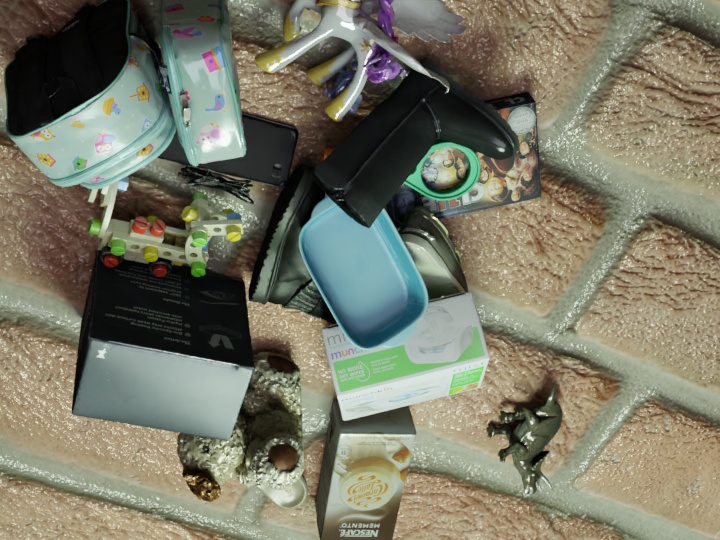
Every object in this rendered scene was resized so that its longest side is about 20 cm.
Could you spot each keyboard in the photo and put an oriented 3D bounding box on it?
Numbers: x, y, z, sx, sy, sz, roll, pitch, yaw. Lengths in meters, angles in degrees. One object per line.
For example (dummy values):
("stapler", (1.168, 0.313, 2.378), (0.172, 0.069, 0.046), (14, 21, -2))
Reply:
("keyboard", (-0.180, -0.147, 1.352), (0.198, 0.040, 0.105), (13, 94, -17))

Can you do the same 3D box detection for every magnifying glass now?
("magnifying glass", (0.050, -0.129, 1.365), (0.198, 0.022, 0.080), (3, 121, -14))

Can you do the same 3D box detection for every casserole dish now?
("casserole dish", (0.000, 0.000, 1.350), (0.121, 0.039, 0.201), (-33, 103, -14))

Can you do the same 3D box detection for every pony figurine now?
("pony figurine", (0.008, -0.266, 1.254), (0.192, 0.167, 0.200), (34, 125, -18))

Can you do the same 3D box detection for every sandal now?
("sandal", (-0.145, 0.279, 1.591), (0.080, 0.054, 0.200), (-36, 114, 11))

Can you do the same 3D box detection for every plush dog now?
("plush dog", (-0.162, 0.228, 1.504), (0.170, 0.201, 0.161), (-3, 143, -3))

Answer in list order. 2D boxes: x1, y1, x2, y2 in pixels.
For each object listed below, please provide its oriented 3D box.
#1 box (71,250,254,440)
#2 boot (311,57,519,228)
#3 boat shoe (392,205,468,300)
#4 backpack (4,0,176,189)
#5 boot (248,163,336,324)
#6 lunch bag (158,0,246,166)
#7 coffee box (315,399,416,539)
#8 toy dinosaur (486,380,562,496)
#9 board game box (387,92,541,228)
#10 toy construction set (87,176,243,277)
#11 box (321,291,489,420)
("box", (-0.244, 0.090, 1.375), (0.195, 0.201, 0.118), (12, 118, -17))
("boot", (0.064, -0.128, 1.301), (0.200, 0.165, 0.066), (-46, 167, -17))
("boat shoe", (0.100, -0.009, 1.444), (0.071, 0.061, 0.202), (6, 154, 27))
("backpack", (-0.289, -0.179, 1.205), (0.175, 0.201, 0.154), (-26, 122, 5))
("boot", (-0.041, -0.027, 1.413), (0.156, 0.080, 0.212), (15, 125, -13))
("lunch bag", (-0.171, -0.210, 1.208), (0.076, 0.201, 0.162), (-7, 124, -4))
("coffee box", (0.005, 0.291, 1.613), (0.113, 0.080, 0.202), (3, 120, -12))
("toy dinosaur", (0.253, 0.232, 1.642), (0.101, 0.077, 0.202), (5, 115, -27))
("board game box", (0.125, -0.137, 1.405), (0.198, 0.035, 0.136), (-12, 122, -3))
("toy construction set", (-0.249, -0.057, 1.349), (0.199, 0.093, 0.131), (25, 138, -15))
("box", (0.058, 0.113, 1.460), (0.198, 0.098, 0.177), (-13, 163, -3))
